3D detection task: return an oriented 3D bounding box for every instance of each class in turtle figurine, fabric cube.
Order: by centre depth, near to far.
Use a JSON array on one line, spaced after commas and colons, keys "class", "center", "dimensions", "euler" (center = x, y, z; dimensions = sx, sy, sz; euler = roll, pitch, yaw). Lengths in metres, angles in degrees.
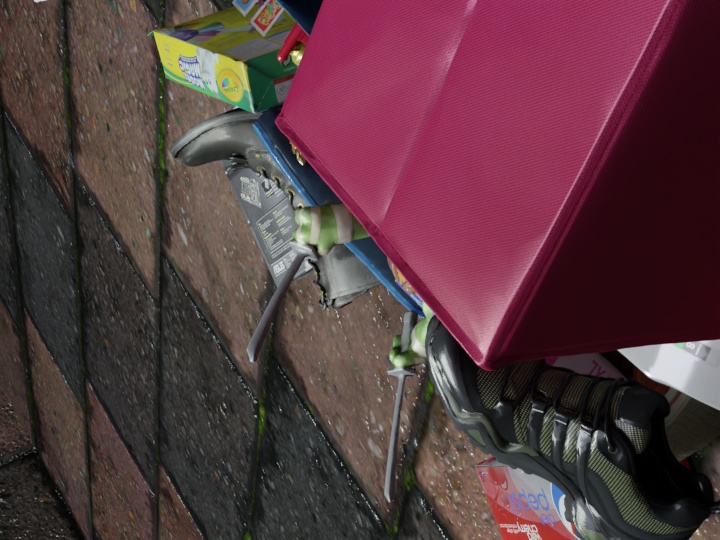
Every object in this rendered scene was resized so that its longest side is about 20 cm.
[{"class": "fabric cube", "center": [0.112, -0.097, 0.780], "dimensions": [0.200, 0.195, 0.200], "euler": [50, 128, 36]}, {"class": "turtle figurine", "center": [0.000, 0.000, 1.083], "dimensions": [0.200, 0.143, 0.194], "euler": [-56, 25, 23]}]

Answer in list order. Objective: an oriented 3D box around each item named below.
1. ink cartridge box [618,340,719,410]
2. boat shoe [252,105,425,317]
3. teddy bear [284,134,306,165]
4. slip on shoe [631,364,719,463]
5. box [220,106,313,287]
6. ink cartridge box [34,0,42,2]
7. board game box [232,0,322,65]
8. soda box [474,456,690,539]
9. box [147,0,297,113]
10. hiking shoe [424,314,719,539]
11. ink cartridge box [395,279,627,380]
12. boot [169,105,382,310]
[{"class": "ink cartridge box", "center": [0.206, 0.000, 0.856], "dimensions": [0.200, 0.050, 0.162], "euler": [45, 123, 47]}, {"class": "boat shoe", "center": [0.003, -0.056, 1.252], "dimensions": [0.200, 0.069, 0.084], "euler": [46, -175, -20]}, {"class": "teddy bear", "center": [0.012, -0.139, 1.011], "dimensions": [0.067, 0.145, 0.201], "euler": [3, 80, 48]}, {"class": "slip on shoe", "center": [0.193, 0.056, 0.993], "dimensions": [0.061, 0.074, 0.201], "euler": [58, 151, 34]}, {"class": "box", "center": [-0.057, -0.081, 1.449], "dimensions": [0.159, 0.048, 0.200], "euler": [66, 158, 3]}, {"class": "ink cartridge box", "center": [-0.158, -0.281, 1.284], "dimensions": [0.146, 0.199, 0.086], "euler": [11, 122, 63]}, {"class": "board game box", "center": [-0.014, -0.146, 1.165], "dimensions": [0.039, 0.158, 0.200], "euler": [-51, 54, 17]}, {"class": "soda box", "center": [0.158, 0.155, 1.173], "dimensions": [0.070, 0.063, 0.200], "euler": [68, 158, -1]}, {"class": "box", "center": [-0.083, -0.177, 1.325], "dimensions": [0.200, 0.117, 0.049], "euler": [31, 137, 56]}, {"class": "hiking shoe", "center": [0.128, 0.081, 0.964], "dimensions": [0.200, 0.076, 0.101], "euler": [43, 130, -6]}, {"class": "ink cartridge box", "center": [0.101, 0.044, 1.157], "dimensions": [0.119, 0.042, 0.200], "euler": [43, 174, -30]}, {"class": "boot", "center": [-0.046, -0.052, 1.322], "dimensions": [0.199, 0.069, 0.175], "euler": [-12, 99, 25]}]
